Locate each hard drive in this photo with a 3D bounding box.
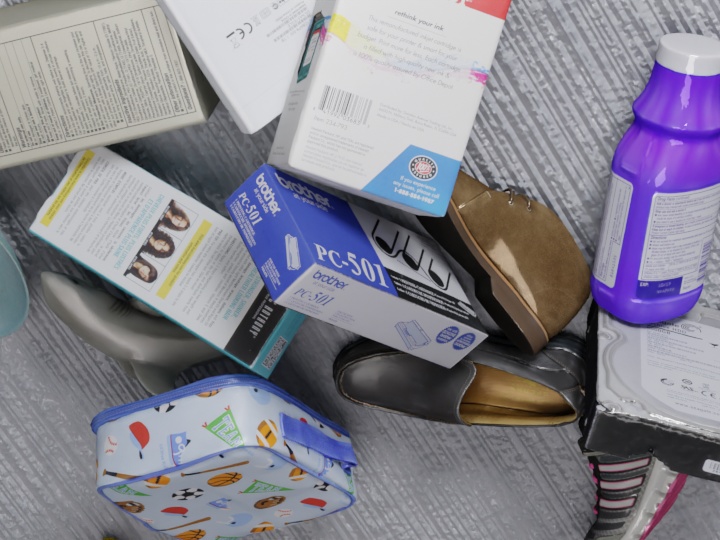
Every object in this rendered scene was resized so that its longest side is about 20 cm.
[{"bbox_3d":[0.226,0.078,1.323,0.139,0.200,0.038,15,115,1],"label":"hard drive"},{"bbox_3d":[-0.080,-0.212,1.285,0.132,0.027,0.200,-38,110,-15],"label":"hard drive"}]

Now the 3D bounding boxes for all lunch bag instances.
[{"bbox_3d":[-0.094,0.142,1.420,0.160,0.076,0.200,-20,154,20],"label":"lunch bag"}]

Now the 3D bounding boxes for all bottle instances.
[{"bbox_3d":[0.213,-0.064,1.323,0.083,0.065,0.200,-13,123,-34],"label":"bottle"}]

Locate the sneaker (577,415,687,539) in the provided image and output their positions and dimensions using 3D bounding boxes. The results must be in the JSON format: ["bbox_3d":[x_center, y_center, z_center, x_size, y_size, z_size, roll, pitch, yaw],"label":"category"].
[{"bbox_3d":[0.199,0.143,1.432,0.087,0.074,0.200,33,132,16],"label":"sneaker"}]

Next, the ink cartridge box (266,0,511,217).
[{"bbox_3d":[0.025,-0.148,1.279,0.116,0.067,0.200,18,89,-16],"label":"ink cartridge box"}]

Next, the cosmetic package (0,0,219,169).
[{"bbox_3d":[-0.208,-0.140,1.348,0.200,0.071,0.105,-10,112,12],"label":"cosmetic package"}]

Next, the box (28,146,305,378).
[{"bbox_3d":[-0.131,-0.009,1.360,0.200,0.049,0.082,31,84,16],"label":"box"}]

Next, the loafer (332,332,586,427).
[{"bbox_3d":[0.075,0.082,1.417,0.200,0.072,0.073,-3,116,10],"label":"loafer"}]

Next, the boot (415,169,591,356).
[{"bbox_3d":[0.091,-0.039,1.373,0.075,0.074,0.200,-39,102,-9],"label":"boot"}]

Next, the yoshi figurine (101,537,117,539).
[{"bbox_3d":[-0.214,0.322,1.577,0.112,0.112,0.200,14,108,-44],"label":"yoshi figurine"}]

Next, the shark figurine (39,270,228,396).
[{"bbox_3d":[-0.125,0.056,1.420,0.214,0.090,0.128,-4,129,5],"label":"shark figurine"}]

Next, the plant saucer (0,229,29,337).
[{"bbox_3d":[-0.327,-0.027,1.410,0.201,0.039,0.201,18,145,13],"label":"plant saucer"}]

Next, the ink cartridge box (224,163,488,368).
[{"bbox_3d":[0.000,0.000,1.316,0.044,0.094,0.200,-43,144,20],"label":"ink cartridge box"}]
